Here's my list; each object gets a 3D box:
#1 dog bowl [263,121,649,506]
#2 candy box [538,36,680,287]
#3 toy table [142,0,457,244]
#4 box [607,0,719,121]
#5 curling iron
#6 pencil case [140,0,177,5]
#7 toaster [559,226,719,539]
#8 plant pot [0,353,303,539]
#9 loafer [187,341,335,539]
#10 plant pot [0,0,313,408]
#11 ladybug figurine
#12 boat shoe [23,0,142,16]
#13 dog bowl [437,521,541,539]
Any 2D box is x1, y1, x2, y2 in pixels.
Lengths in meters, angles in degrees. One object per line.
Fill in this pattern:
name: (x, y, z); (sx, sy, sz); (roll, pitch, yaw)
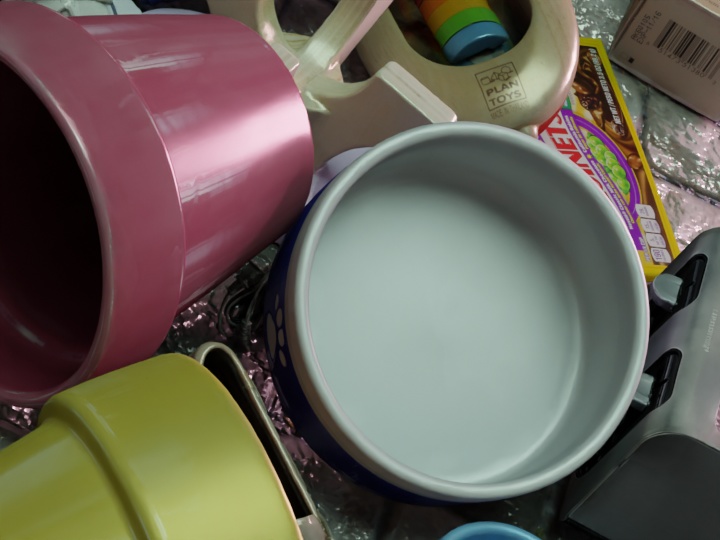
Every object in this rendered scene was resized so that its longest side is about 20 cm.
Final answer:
dog bowl: (0.050, 0.026, 1.291); (0.198, 0.079, 0.202); (3, 80, -17)
candy box: (0.133, -0.070, 1.517); (0.101, 0.026, 0.201); (1, 52, -23)
toy table: (-0.043, -0.109, 1.390); (0.199, 0.117, 0.184); (32, 44, -2)
box: (0.248, -0.205, 1.660); (0.094, 0.078, 0.201); (28, 45, -3)
curling iron: (0.000, 0.000, 1.370); (0.199, 0.050, 0.025); (-19, 36, -38)
pencil case: (-0.046, -0.216, 1.457); (0.198, 0.078, 0.088); (-9, 71, -5)
toaster: (0.230, 0.099, 1.358); (0.199, 0.119, 0.181); (29, 45, -4)
plant pot: (-0.136, 0.159, 1.065); (0.188, 0.201, 0.202); (-18, 61, -22)
loafer: (-0.052, 0.128, 1.216); (0.071, 0.063, 0.201); (-10, 58, -34)
plant pot: (-0.129, -0.051, 1.233); (0.178, 0.200, 0.200); (-23, 66, -42)
ladybug figurine: (0.065, -0.143, 1.492); (0.135, 0.072, 0.201); (-18, 54, -5)
boat shoe: (-0.185, -0.153, 1.379); (0.085, 0.075, 0.203); (-3, 52, -31)
dog bowl: (0.060, 0.212, 1.216); (0.111, 0.050, 0.201); (24, 45, -8)
